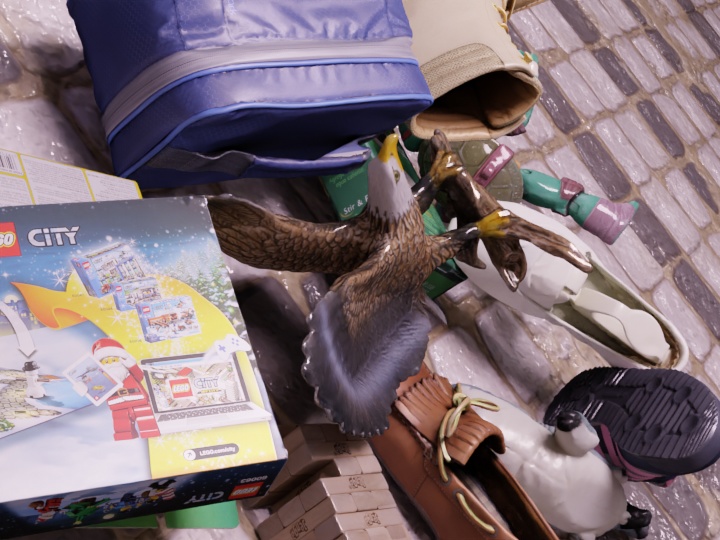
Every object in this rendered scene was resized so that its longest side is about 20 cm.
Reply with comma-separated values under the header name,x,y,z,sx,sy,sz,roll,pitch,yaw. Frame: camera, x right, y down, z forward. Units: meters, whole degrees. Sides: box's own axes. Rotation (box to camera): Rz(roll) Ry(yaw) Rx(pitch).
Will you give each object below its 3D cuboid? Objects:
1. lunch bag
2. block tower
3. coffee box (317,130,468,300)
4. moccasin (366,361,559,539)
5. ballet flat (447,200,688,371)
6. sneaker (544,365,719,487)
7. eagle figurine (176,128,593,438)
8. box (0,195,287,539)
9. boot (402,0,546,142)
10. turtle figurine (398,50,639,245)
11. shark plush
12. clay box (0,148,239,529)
name,x,y,z,sx,sy,sz,roll,pitch,yaw
lunch bag,-0.056,-0.116,0.821,0.199,0.136,0.133,-9,80,-38
block tower,0.002,0.168,0.704,0.058,0.054,0.201,5,52,-52
coffee box,-0.001,-0.080,0.962,0.201,0.044,0.123,64,14,20
moccasin,0.057,0.108,0.823,0.073,0.078,0.202,-1,55,-51
ballet flat,0.150,0.014,0.958,0.200,0.069,0.070,34,33,-21
sneaker,0.201,0.113,0.944,0.082,0.070,0.200,45,-9,-13
eagle figurine,-0.001,-0.007,0.767,0.200,0.151,0.152,-30,109,-31
box,-0.143,0.039,0.577,0.199,0.038,0.137,-5,57,-27
boot,0.091,-0.163,0.947,0.199,0.073,0.156,-16,47,-19
turtle figurine,0.093,-0.071,1.018,0.200,0.150,0.101,41,43,3
shark plush,0.141,0.130,0.938,0.199,0.091,0.083,20,11,-37
clay box,-0.135,0.039,0.663,0.115,0.048,0.201,12,48,-47
